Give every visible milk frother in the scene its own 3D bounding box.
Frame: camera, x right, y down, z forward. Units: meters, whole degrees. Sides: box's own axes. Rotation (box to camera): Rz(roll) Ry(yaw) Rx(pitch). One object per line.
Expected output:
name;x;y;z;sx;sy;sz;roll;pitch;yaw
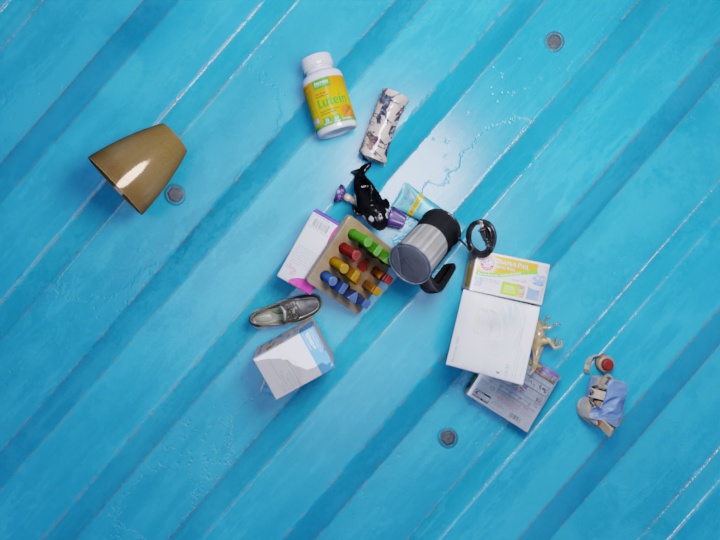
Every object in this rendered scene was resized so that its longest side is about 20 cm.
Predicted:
milk frother;0.210;-0.057;1.440;0.181;0.200;0.188;49;47;-6

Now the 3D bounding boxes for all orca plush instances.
orca plush;0.032;-0.204;1.493;0.104;0.071;0.201;4;59;-13

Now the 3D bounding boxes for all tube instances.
tube;0.186;-0.154;1.559;0.199;0.050;0.078;32;91;2

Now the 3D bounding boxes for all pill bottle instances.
pill bottle;-0.088;-0.455;1.506;0.110;0.111;0.201;-17;92;-1

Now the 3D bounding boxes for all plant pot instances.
plant pot;-0.549;-0.277;1.476;0.200;0.186;0.186;-44;92;-14

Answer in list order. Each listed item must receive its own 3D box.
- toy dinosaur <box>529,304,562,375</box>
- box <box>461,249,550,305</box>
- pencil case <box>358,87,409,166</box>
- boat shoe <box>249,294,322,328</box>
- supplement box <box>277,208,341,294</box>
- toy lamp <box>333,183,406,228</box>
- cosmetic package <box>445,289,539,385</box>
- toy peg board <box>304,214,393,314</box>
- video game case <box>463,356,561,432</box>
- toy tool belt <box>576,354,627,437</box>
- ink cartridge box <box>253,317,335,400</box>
toy dinosaur;0.490;0.190;1.569;0.100;0.058;0.201;4;72;2
box;0.383;0.016;1.539;0.199;0.101;0.113;11;91;-2
pencil case;0.064;-0.383;1.531;0.077;0.089;0.201;21;90;26
boat shoe;-0.200;0.114;1.540;0.199;0.066;0.072;-14;92;-1
supplement box;-0.125;-0.049;1.521;0.101;0.103;0.201;30;89;-3
toy lamp;0.028;-0.168;1.547;0.199;0.058;0.059;25;91;0
cosmetic package;0.342;0.172;1.499;0.199;0.123;0.201;13;85;16
toy peg board;0.000;0.000;1.477;0.200;0.098;0.200;36;87;-36
video game case;0.413;0.308;1.576;0.199;0.045;0.182;32;90;-2
toy tool belt;0.662;0.332;1.546;0.124;0.123;0.201;10;91;-2
ink cartridge box;-0.183;0.232;1.509;0.199;0.129;0.126;-28;98;-2
